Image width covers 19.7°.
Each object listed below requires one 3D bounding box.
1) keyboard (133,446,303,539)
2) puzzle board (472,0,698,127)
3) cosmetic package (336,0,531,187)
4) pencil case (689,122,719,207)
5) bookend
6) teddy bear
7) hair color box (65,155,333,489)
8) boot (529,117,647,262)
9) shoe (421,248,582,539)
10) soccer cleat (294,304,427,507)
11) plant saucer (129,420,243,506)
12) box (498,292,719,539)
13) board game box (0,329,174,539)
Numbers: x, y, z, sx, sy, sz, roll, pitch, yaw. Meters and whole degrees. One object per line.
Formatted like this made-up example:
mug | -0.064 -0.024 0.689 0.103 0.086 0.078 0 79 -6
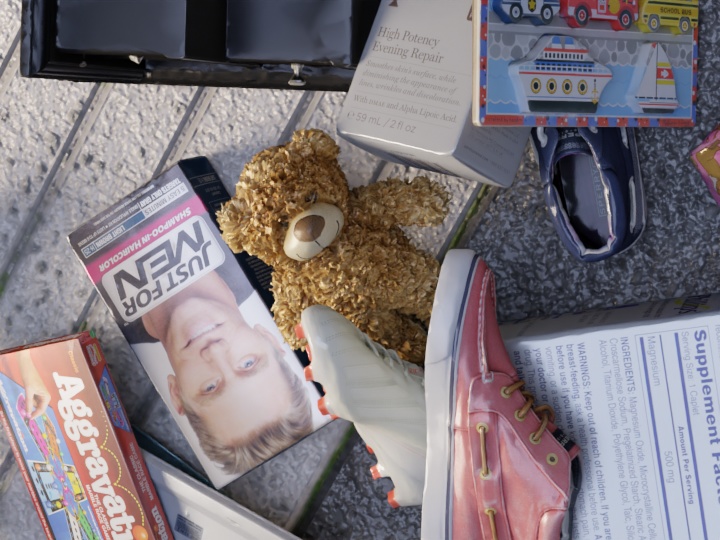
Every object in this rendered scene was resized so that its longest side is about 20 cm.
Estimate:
keyboard | -0.113 0.166 1.386 0.200 0.011 0.056 26 123 24
puzzle board | 0.142 -0.162 1.250 0.017 0.200 0.151 3 95 48
cosmetic package | 0.071 -0.160 1.282 0.101 0.074 0.201 14 84 39
pencil case | 0.286 -0.019 1.280 0.083 0.086 0.200 -35 88 26
bookend | -0.083 -0.160 1.294 0.199 0.199 0.092 3 94 12
teddy bear | 0.000 0.000 1.318 0.145 0.067 0.200 -15 133 12
hair color box | -0.100 0.034 1.390 0.100 0.061 0.200 -32 89 15
boot | 0.135 -0.104 1.303 0.073 0.090 0.201 -18 92 15
shoe | 0.088 0.088 1.242 0.091 0.071 0.201 5 102 14
soccer cleat | 0.021 0.080 1.320 0.077 0.200 0.069 -23 46 10
plant saucer | -0.112 0.177 1.430 0.200 0.019 0.070 36 102 7
box | 0.176 0.117 1.309 0.199 0.105 0.185 -8 93 15
board game box | -0.186 0.143 1.409 0.103 0.019 0.201 -13 101 37
